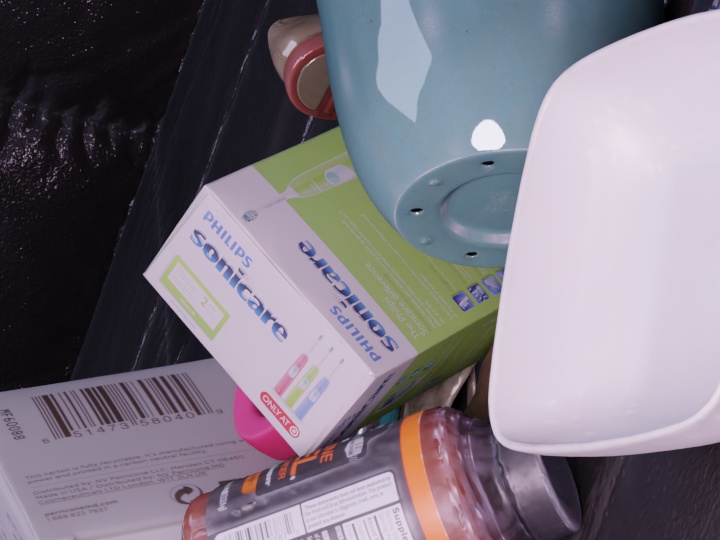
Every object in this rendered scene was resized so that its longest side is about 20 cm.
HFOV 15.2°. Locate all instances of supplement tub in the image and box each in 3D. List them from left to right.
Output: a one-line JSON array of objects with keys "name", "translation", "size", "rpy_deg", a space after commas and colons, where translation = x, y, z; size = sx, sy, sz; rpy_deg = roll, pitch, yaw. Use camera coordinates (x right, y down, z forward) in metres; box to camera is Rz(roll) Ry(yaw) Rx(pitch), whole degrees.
[{"name": "supplement tub", "translation": [0.013, 0.138, 1.434], "size": [0.107, 0.200, 0.107], "rpy_deg": [-21, -90, -77]}]

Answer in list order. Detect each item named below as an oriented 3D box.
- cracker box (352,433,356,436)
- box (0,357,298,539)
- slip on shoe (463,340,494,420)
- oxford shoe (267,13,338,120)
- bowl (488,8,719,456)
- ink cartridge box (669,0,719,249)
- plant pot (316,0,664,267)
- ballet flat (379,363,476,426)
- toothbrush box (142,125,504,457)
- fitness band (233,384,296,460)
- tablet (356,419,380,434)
[{"name": "cracker box", "translation": [-0.038, 0.114, 1.834], "size": [0.134, 0.058, 0.200], "rpy_deg": [-131, 44, -57]}, {"name": "box", "translation": [-0.138, 0.182, 1.730], "size": [0.200, 0.199, 0.171], "rpy_deg": [-130, 37, -55]}, {"name": "slip on shoe", "translation": [0.064, 0.118, 1.533], "size": [0.076, 0.061, 0.200], "rpy_deg": [128, 156, -59]}, {"name": "oxford shoe", "translation": [0.039, -0.133, 1.657], "size": [0.075, 0.200, 0.070], "rpy_deg": [58, 135, 49]}, {"name": "bowl", "translation": [0.147, -0.009, 1.228], "size": [0.200, 0.075, 0.200], "rpy_deg": [-13, 65, 60]}, {"name": "ink cartridge box", "translation": [0.168, -0.045, 1.353], "size": [0.099, 0.039, 0.200], "rpy_deg": [-146, 73, -77]}, {"name": "plant pot", "translation": [0.077, -0.099, 1.493], "size": [0.201, 0.200, 0.161], "rpy_deg": [125, 148, -54]}, {"name": "ballet flat", "translation": [0.035, 0.120, 1.667], "size": [0.067, 0.062, 0.200], "rpy_deg": [-111, 33, -65]}, {"name": "toothbrush box", "translation": [0.000, 0.000, 1.552], "size": [0.200, 0.146, 0.086], "rpy_deg": [-27, -19, -50]}, {"name": "fitness band", "translation": [-0.024, 0.030, 1.689], "size": [0.144, 0.037, 0.200], "rpy_deg": [-40, 25, 35]}, {"name": "tablet", "translation": [0.035, 0.047, 1.766], "size": [0.130, 0.014, 0.200], "rpy_deg": [40, -114, -75]}]
